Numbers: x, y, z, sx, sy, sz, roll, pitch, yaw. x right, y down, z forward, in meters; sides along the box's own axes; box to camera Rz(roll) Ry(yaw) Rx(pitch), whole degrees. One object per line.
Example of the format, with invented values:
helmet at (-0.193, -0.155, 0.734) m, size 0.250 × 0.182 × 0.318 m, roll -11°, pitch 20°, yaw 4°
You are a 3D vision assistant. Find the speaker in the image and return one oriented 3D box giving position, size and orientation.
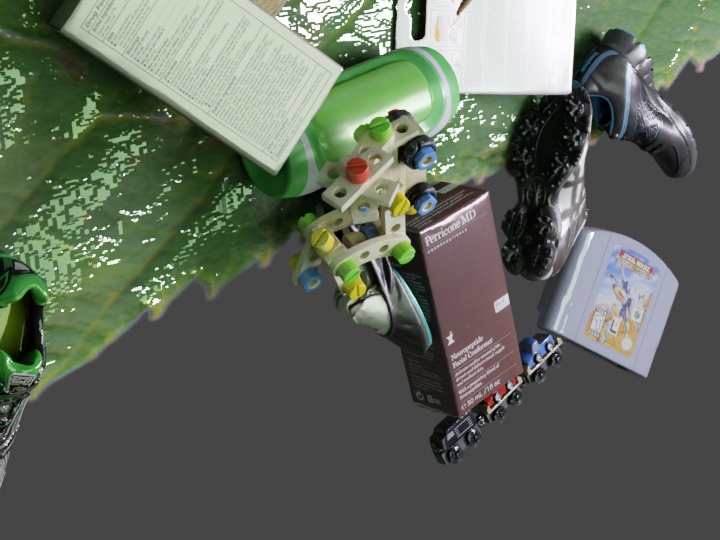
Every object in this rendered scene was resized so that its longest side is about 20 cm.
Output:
speaker at (-0.007, -0.131, 1.248) m, size 0.199 × 0.088 × 0.089 m, roll -27°, pitch 117°, yaw -34°

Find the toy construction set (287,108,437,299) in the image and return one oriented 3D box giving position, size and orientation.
toy construction set at (0.002, -0.057, 1.175) m, size 0.130 × 0.093 × 0.200 m, roll -29°, pitch 163°, yaw -16°

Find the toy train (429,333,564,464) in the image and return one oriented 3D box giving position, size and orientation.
toy train at (0.142, 0.125, 1.483) m, size 0.200 × 0.034 × 0.046 m, roll -39°, pitch 111°, yaw -28°

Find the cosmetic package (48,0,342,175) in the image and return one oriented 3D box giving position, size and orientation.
cosmetic package at (-0.125, -0.171, 1.093) m, size 0.199 × 0.073 × 0.104 m, roll 34°, pitch 89°, yaw -23°

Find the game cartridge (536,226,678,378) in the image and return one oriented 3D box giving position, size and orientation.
game cartridge at (0.278, 0.030, 1.581) m, size 0.199 × 0.041 × 0.134 m, roll 24°, pitch 87°, yaw -43°

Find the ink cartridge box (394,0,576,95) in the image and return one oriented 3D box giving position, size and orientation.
ink cartridge box at (0.115, -0.251, 1.373) m, size 0.198 × 0.050 × 0.163 m, roll -3°, pitch 103°, yaw -23°

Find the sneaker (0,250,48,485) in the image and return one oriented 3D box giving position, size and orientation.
sneaker at (-0.278, 0.088, 1.054) m, size 0.078 × 0.085 × 0.202 m, roll 4°, pitch 98°, yaw -42°

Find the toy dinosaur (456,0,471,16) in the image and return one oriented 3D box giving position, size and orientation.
toy dinosaur at (0.108, -0.323, 1.308) m, size 0.105 × 0.060 × 0.202 m, roll -9°, pitch 81°, yaw -16°

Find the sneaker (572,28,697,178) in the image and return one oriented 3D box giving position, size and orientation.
sneaker at (0.291, -0.164, 1.535) m, size 0.082 × 0.073 × 0.200 m, roll -44°, pitch 122°, yaw -6°

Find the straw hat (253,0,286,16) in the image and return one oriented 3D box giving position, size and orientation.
straw hat at (-0.087, -0.279, 1.141) m, size 0.200 × 0.085 × 0.203 m, roll -12°, pitch 108°, yaw -41°

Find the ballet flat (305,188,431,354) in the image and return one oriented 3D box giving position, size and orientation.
ballet flat at (0.000, 0.000, 1.307) m, size 0.068 × 0.068 × 0.202 m, roll -30°, pitch 109°, yaw -22°

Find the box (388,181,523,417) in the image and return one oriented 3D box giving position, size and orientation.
box at (0.087, 0.027, 1.381) m, size 0.100 × 0.075 × 0.202 m, roll -31°, pitch 117°, yaw -33°

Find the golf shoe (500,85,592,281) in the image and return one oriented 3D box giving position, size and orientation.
golf shoe at (0.197, -0.088, 1.465) m, size 0.094 × 0.077 × 0.202 m, roll 15°, pitch 91°, yaw -60°
